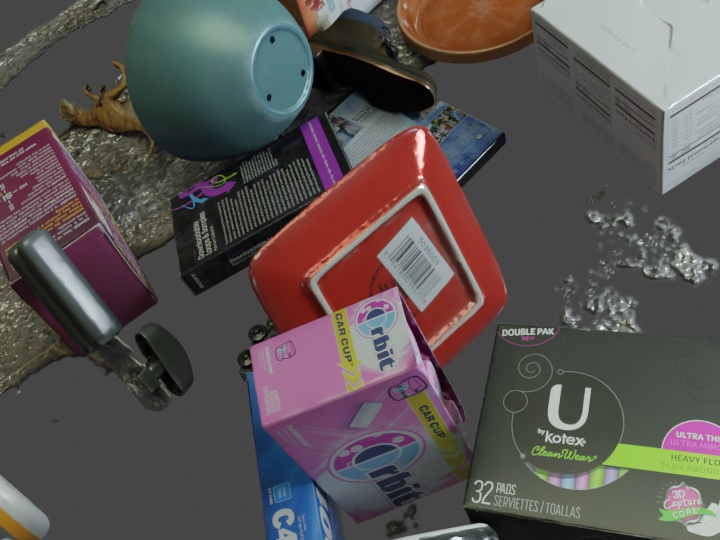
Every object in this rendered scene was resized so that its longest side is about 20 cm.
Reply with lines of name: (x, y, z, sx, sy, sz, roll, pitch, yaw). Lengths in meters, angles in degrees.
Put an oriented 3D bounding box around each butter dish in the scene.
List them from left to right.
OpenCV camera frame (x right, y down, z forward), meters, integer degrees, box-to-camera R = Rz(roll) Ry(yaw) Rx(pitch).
butter dish: (0.000, 0.000, 0.787, 0.198, 0.202, 0.147, -39, 28, -14)

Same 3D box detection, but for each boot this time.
boot: (0.020, -0.240, 0.990, 0.198, 0.075, 0.098, 23, 66, 34)

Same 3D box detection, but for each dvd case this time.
dvd case: (0.038, -0.136, 0.964, 0.143, 0.018, 0.199, -44, 54, -16)

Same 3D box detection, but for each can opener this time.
can opener: (-0.230, 0.042, 0.818, 0.053, 0.202, 0.067, -22, 18, 48)

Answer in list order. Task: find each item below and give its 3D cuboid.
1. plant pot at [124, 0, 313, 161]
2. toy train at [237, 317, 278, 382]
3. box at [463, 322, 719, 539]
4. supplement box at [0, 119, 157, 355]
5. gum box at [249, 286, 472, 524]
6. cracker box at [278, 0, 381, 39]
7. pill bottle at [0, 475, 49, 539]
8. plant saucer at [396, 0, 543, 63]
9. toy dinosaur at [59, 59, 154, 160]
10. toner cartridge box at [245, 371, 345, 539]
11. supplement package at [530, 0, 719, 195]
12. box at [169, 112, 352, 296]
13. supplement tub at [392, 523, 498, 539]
plant pot: (-0.126, -0.212, 0.943, 0.133, 0.202, 0.202, 11, 56, 38)
toy train: (-0.063, 0.020, 0.864, 0.045, 0.034, 0.203, 8, 56, 21)
box: (0.188, 0.138, 0.631, 0.196, 0.125, 0.151, 2, 54, 21)
supplement box: (-0.309, -0.036, 0.928, 0.102, 0.132, 0.201, -33, 50, -8)
gum box: (0.012, 0.110, 0.665, 0.111, 0.201, 0.067, -22, 51, 8)
cracker box: (-0.021, -0.377, 1.096, 0.057, 0.135, 0.200, 31, 67, 34)
pill bottle: (-0.361, 0.251, 0.729, 0.115, 0.117, 0.201, 25, 65, 32)
plant saucer: (0.141, -0.312, 1.060, 0.196, 0.033, 0.204, -9, 52, 11)
toy dinosaur: (-0.287, -0.192, 1.103, 0.197, 0.060, 0.108, 17, 84, 35)
toner cartridge box: (-0.044, 0.180, 0.694, 0.042, 0.096, 0.203, -17, 50, 3)
supplement package: (0.288, -0.204, 0.873, 0.154, 0.112, 0.201, -31, 50, -7)
box: (-0.100, -0.071, 0.920, 0.197, 0.036, 0.144, -27, 38, 4)
supplement tub: (0.049, 0.269, 0.549, 0.120, 0.123, 0.204, -14, 71, 6)
